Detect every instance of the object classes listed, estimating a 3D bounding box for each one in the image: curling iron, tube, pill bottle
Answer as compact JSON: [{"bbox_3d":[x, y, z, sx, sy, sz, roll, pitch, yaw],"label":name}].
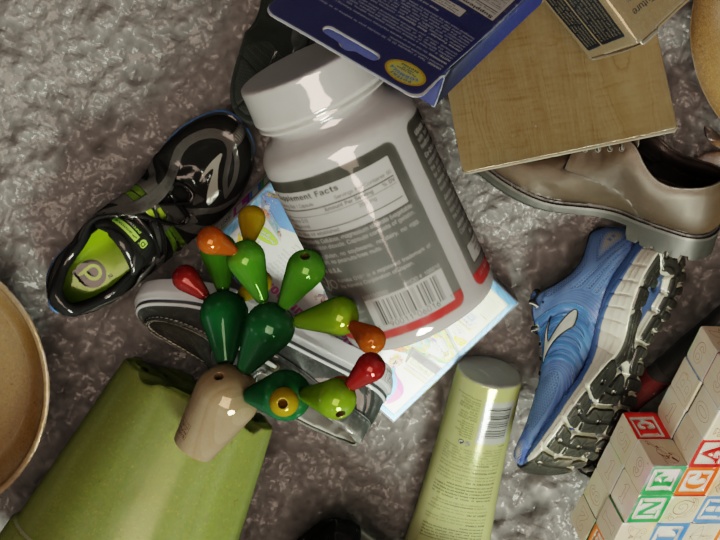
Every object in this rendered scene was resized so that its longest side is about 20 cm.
[{"bbox_3d":[0.226,0.087,1.281,0.026,0.050,0.200,16,124,-33],"label":"curling iron"},{"bbox_3d":[0.078,0.163,1.328,0.058,0.052,0.200,30,120,37],"label":"tube"},{"bbox_3d":[0.003,-0.056,1.184,0.114,0.114,0.200,-24,108,6],"label":"pill bottle"}]

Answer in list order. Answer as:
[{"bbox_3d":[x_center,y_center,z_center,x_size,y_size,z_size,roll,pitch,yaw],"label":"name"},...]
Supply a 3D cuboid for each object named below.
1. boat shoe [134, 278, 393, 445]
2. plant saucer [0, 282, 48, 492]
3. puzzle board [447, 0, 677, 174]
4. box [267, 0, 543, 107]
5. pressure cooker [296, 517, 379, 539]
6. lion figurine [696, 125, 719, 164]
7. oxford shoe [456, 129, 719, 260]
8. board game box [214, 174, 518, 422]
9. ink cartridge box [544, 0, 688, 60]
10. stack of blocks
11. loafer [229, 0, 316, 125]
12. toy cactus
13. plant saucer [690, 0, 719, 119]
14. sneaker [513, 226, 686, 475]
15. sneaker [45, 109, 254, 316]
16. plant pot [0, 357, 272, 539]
[{"bbox_3d":[-0.077,0.066,1.245,0.200,0.072,0.071,20,64,7],"label":"boat shoe"},{"bbox_3d":[-0.321,0.083,1.286,0.200,0.035,0.200,1,94,12],"label":"plant saucer"},{"bbox_3d":[0.128,-0.177,1.210,0.151,0.017,0.200,-11,77,6],"label":"puzzle board"},{"bbox_3d":[0.034,-0.178,1.142,0.121,0.200,0.032,32,135,13],"label":"box"},{"bbox_3d":[0.008,0.307,1.293,0.200,0.179,0.176,37,110,-7],"label":"pressure cooker"},{"bbox_3d":[0.326,-0.023,1.264,0.122,0.072,0.200,-15,102,1],"label":"lion figurine"},{"bbox_3d":[0.168,-0.081,1.232,0.200,0.073,0.084,17,130,6],"label":"oxford shoe"},{"bbox_3d":[0.000,0.000,1.281,0.134,0.034,0.200,-44,105,10],"label":"board game box"},{"bbox_3d":[0.188,-0.266,1.156,0.200,0.075,0.165,-41,101,-18],"label":"ink cartridge box"},{"bbox_3d":[0.246,0.134,1.258,0.115,0.059,0.200,3,129,-23],"label":"stack of blocks"},{"bbox_3d":[-0.032,-0.196,1.233,0.072,0.063,0.200,32,105,34],"label":"loafer"},{"bbox_3d":[-0.076,0.057,1.160,0.200,0.102,0.165,42,108,33],"label":"toy cactus"},{"bbox_3d":[0.337,-0.171,1.221,0.200,0.035,0.200,0,92,-3],"label":"plant saucer"},{"bbox_3d":[0.164,0.058,1.280,0.079,0.089,0.200,28,88,-50],"label":"sneaker"},{"bbox_3d":[-0.152,-0.034,1.255,0.200,0.083,0.071,-42,102,7],"label":"sneaker"},{"bbox_3d":[-0.159,0.172,1.273,0.200,0.200,0.190,25,90,-6],"label":"plant pot"}]
